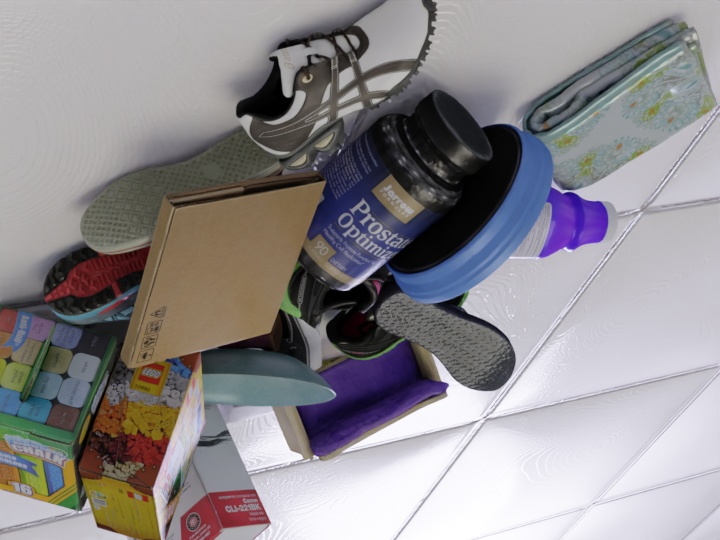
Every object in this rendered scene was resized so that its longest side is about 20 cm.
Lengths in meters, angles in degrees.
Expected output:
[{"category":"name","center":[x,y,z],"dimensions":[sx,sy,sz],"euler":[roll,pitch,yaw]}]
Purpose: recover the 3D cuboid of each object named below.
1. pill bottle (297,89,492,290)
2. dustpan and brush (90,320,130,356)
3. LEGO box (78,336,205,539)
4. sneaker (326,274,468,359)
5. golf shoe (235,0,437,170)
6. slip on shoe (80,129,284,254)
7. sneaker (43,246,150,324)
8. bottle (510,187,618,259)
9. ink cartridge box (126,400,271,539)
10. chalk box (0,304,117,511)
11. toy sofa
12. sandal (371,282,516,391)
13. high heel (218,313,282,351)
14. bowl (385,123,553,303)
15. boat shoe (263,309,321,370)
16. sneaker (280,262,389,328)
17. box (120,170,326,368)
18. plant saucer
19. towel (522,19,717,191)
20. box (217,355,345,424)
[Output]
[{"category":"pill bottle","center":[0.025,-0.079,1.389],"dimensions":[0.200,0.112,0.112],"euler":[-39,150,24]},{"category":"dustpan and brush","center":[-0.213,0.066,1.488],"dimensions":[0.139,0.057,0.200],"euler":[3,141,-44]},{"category":"LEGO box","center":[-0.216,0.173,1.459],"dimensions":[0.077,0.149,0.200],"euler":[15,154,3]},{"category":"sneaker","center":[0.045,0.036,1.626],"dimensions":[0.200,0.077,0.084],"euler":[-40,153,20]},{"category":"golf shoe","center":[-0.021,-0.173,1.229],"dimensions":[0.200,0.078,0.094],"euler":[-46,135,14]},{"category":"slip on shoe","center":[-0.156,-0.065,1.308],"dimensions":[0.200,0.074,0.061],"euler":[-26,156,-11]},{"category":"sneaker","center":[-0.203,0.001,1.392],"dimensions":[0.199,0.079,0.096],"euler":[-14,163,-7]},{"category":"bottle","center":[0.186,-0.054,1.581],"dimensions":[0.200,0.065,0.084],"euler":[-1,122,-23]},{"category":"ink cartridge box","center":[-0.209,0.242,1.648],"dimensions":[0.084,0.200,0.144],"euler":[4,140,-50]},{"category":"chalk box","center":[-0.310,0.123,1.390],"dimensions":[0.124,0.125,0.200],"euler":[15,145,3]},{"category":"toy sofa","center":[0.000,0.143,1.709],"dimensions":[0.200,0.083,0.098],"euler":[-26,-167,-22]},{"category":"sandal","center":[0.098,0.066,1.601],"dimensions":[0.200,0.043,0.076],"euler":[36,108,-28]},{"category":"high heel","center":[-0.140,0.015,1.482],"dimensions":[0.096,0.068,0.200],"euler":[7,135,12]},{"category":"bowl","center":[0.101,-0.061,1.418],"dimensions":[0.201,0.201,0.039],"euler":[-39,117,23]},{"category":"boat shoe","center":[-0.086,0.069,1.606],"dimensions":[0.066,0.070,0.200],"euler":[-24,160,-9]},{"category":"sneaker","center":[0.000,0.000,1.510],"dimensions":[0.200,0.084,0.077],"euler":[-34,156,-26]},{"category":"box","center":[-0.127,-0.001,1.326],"dimensions":[0.163,0.021,0.200],"euler":[-13,140,-36]},{"category":"plant saucer","center":[-0.126,0.114,1.567],"dimensions":[0.200,0.039,0.201],"euler":[2,165,1]},{"category":"towel","center":[0.277,-0.167,1.525],"dimensions":[0.200,0.048,0.171],"euler":[-31,151,9]},{"category":"box","center":[-0.076,0.141,1.758],"dimensions":[0.200,0.039,0.041],"euler":[-11,147,-27]}]
